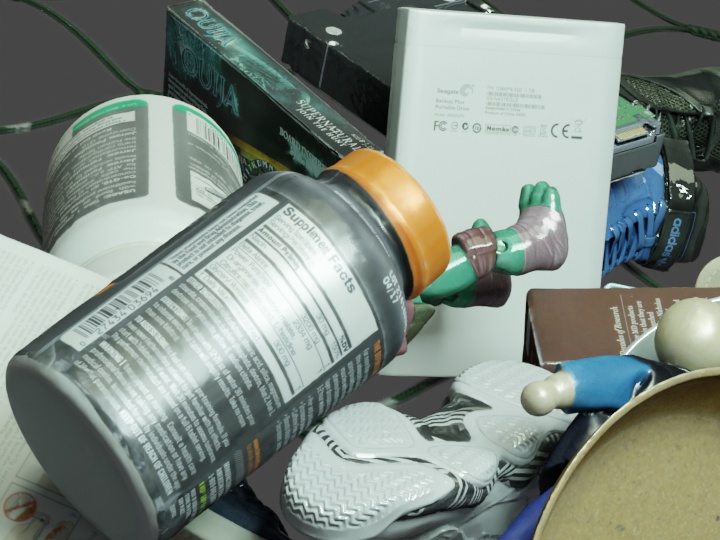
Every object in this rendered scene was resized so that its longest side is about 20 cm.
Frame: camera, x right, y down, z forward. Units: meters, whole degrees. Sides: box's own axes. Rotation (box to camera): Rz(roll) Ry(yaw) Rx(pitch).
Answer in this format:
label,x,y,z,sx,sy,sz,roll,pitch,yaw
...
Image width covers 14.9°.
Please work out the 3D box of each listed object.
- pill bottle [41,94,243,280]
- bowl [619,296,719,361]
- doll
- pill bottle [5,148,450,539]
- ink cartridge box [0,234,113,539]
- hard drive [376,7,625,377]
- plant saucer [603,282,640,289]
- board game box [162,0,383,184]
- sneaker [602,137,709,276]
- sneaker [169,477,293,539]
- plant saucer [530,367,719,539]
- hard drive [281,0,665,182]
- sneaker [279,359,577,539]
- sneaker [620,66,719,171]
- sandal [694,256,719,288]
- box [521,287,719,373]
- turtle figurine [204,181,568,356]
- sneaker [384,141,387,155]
label,x,y,z,sx,sy,sz,roll,pitch,yaw
pill bottle,-0.114,-0.004,1.461,0.112,0.114,0.200,9,26,-9
bowl,0.192,0.118,1.339,0.200,0.202,0.090,12,-16,-4
doll,0.112,0.095,1.251,0.136,0.200,0.048,45,-17,-29
pill bottle,-0.052,0.027,1.230,0.200,0.107,0.106,-37,50,-25
ink cartridge box,-0.167,0.069,1.289,0.199,0.047,0.160,22,58,13
hard drive,0.075,-0.041,1.530,0.131,0.201,0.027,2,7,-21
plant saucer,0.224,0.060,1.505,0.199,0.070,0.019,11,-11,-2
board game box,-0.054,-0.051,1.556,0.028,0.136,0.200,-14,37,-29
sneaker,0.160,-0.027,1.675,0.111,0.077,0.200,18,32,-5
sneaker,-0.078,0.093,1.301,0.199,0.075,0.085,27,64,25
plant saucer,0.142,0.139,1.226,0.199,0.201,0.035,-5,11,-32
hard drive,0.067,-0.106,1.653,0.139,0.038,0.200,-18,41,-40
sneaker,0.029,0.118,1.281,0.075,0.115,0.200,29,28,29
sneaker,0.195,-0.089,1.821,0.198,0.077,0.114,8,28,-3
sandal,0.280,0.050,1.555,0.211,0.078,0.070,19,-3,-2
box,0.185,0.066,1.432,0.199,0.101,0.075,-1,34,-1
turtle figurine,0.000,0.000,1.397,0.199,0.101,0.149,-7,2,-31
sneaker,0.047,-0.038,1.645,0.078,0.080,0.200,8,28,-13
